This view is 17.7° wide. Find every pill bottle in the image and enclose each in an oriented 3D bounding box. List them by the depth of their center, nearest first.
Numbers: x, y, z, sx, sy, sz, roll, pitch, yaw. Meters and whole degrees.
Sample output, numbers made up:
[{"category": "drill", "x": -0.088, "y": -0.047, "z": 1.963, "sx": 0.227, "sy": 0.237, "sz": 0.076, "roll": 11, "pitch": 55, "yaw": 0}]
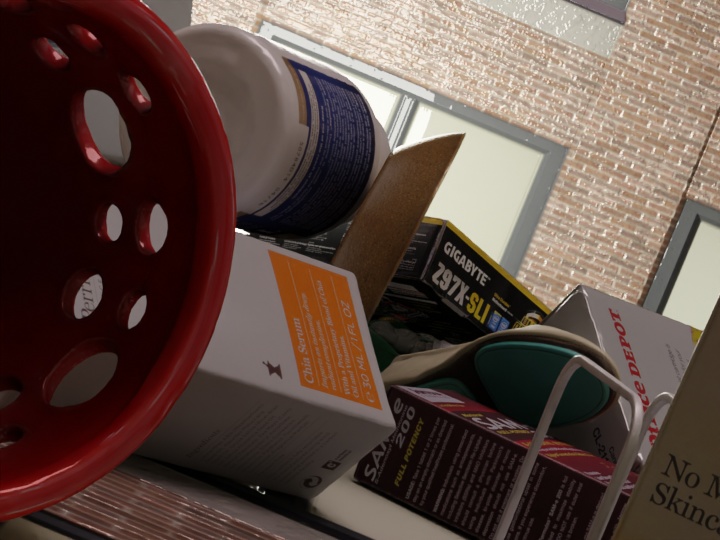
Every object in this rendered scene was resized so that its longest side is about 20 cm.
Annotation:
[{"category": "pill bottle", "x": -0.054, "y": -0.077, "z": 1.389, "sx": 0.110, "sy": 0.112, "sz": 0.200, "roll": 24, "pitch": 4, "yaw": 22}]

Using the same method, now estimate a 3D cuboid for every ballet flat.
[{"category": "ballet flat", "x": 0.084, "y": 0.062, "z": 1.391, "sx": 0.199, "sy": 0.070, "sz": 0.069, "roll": -13, "pitch": -22, "yaw": 41}]

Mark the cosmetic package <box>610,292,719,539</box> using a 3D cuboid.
[{"category": "cosmetic package", "x": 0.159, "y": 0.103, "z": 0.930, "sx": 0.105, "sy": 0.201, "sz": 0.071, "roll": 23, "pitch": 4, "yaw": 11}]

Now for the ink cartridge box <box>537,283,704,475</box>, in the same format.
[{"category": "ink cartridge box", "x": 0.200, "y": 0.110, "z": 1.442, "sx": 0.199, "sy": 0.083, "sz": 0.146, "roll": 20, "pitch": 39, "yaw": -33}]

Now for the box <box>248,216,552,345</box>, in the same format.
[{"category": "box", "x": 0.016, "y": 0.008, "z": 1.569, "sx": 0.199, "sy": 0.050, "sz": 0.160, "roll": 10, "pitch": -21, "yaw": 41}]

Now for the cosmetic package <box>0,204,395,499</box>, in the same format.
[{"category": "cosmetic package", "x": -0.085, "y": 0.033, "z": 1.117, "sx": 0.199, "sy": 0.071, "sz": 0.102, "roll": 18, "pitch": 43, "yaw": -39}]

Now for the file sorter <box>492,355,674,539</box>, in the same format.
[{"category": "file sorter", "x": 0.174, "y": 0.139, "z": 1.085, "sx": 0.199, "sy": 0.125, "sz": 0.139, "roll": 22, "pitch": 5, "yaw": -12}]

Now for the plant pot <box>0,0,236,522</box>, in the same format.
[{"category": "plant pot", "x": -0.176, "y": -0.023, "z": 0.857, "sx": 0.200, "sy": 0.202, "sz": 0.182, "roll": 19, "pitch": -3, "yaw": -42}]

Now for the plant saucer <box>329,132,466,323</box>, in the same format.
[{"category": "plant saucer", "x": 0.000, "y": 0.000, "z": 1.355, "sx": 0.035, "sy": 0.201, "sz": 0.200, "roll": 29, "pitch": 4, "yaw": 0}]

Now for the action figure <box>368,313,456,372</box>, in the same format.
[{"category": "action figure", "x": 0.062, "y": 0.076, "z": 1.507, "sx": 0.199, "sy": 0.055, "sz": 0.118, "roll": 33, "pitch": -14, "yaw": 9}]

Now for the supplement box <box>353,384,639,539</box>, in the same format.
[{"category": "supplement box", "x": 0.108, "y": 0.129, "z": 1.288, "sx": 0.199, "sy": 0.061, "sz": 0.109, "roll": 23, "pitch": 4, "yaw": 23}]

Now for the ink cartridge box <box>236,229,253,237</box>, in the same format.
[{"category": "ink cartridge box", "x": -0.091, "y": -0.010, "z": 1.334, "sx": 0.094, "sy": 0.037, "sz": 0.200, "roll": 21, "pitch": 7, "yaw": -21}]

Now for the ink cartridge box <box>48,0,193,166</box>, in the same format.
[{"category": "ink cartridge box", "x": -0.219, "y": -0.130, "z": 1.539, "sx": 0.198, "sy": 0.146, "sz": 0.145, "roll": 7, "pitch": -13, "yaw": -14}]
